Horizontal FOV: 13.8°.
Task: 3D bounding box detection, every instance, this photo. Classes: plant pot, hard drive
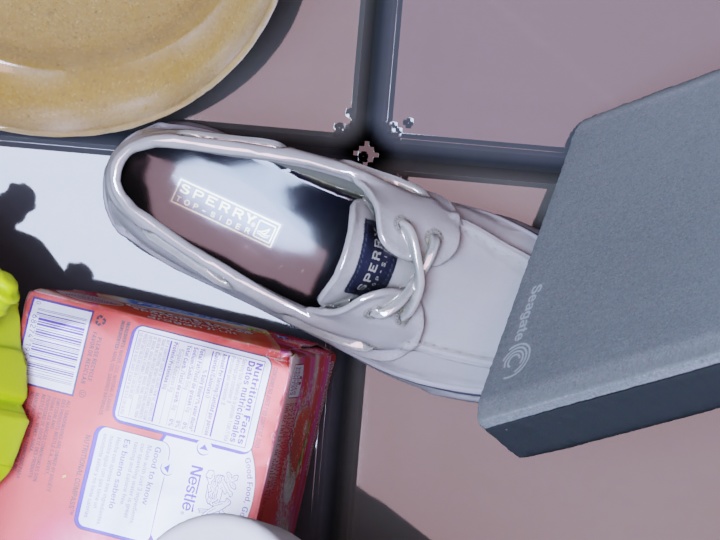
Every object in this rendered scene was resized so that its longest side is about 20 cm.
[{"bbox_3d":[-0.118,-0.140,1.042,0.199,0.028,0.201,6,122,9],"label":"plant pot"},{"bbox_3d":[0.135,-0.017,0.983,0.033,0.200,0.140,40,52,-26],"label":"hard drive"}]

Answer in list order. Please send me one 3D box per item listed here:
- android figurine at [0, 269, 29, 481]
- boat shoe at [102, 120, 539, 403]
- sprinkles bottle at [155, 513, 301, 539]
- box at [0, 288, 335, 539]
[{"bbox_3d":[-0.187,0.054,1.034,0.200,0.041,0.182,-46,55,24],"label":"android figurine"},{"bbox_3d":[0.000,0.000,1.064,0.199,0.065,0.074,16,90,0],"label":"boat shoe"},{"bbox_3d":[-0.003,0.131,0.998,0.068,0.200,0.069,-8,72,26],"label":"sprinkles bottle"},{"bbox_3d":[-0.083,0.113,1.048,0.099,0.095,0.201,13,91,9],"label":"box"}]
